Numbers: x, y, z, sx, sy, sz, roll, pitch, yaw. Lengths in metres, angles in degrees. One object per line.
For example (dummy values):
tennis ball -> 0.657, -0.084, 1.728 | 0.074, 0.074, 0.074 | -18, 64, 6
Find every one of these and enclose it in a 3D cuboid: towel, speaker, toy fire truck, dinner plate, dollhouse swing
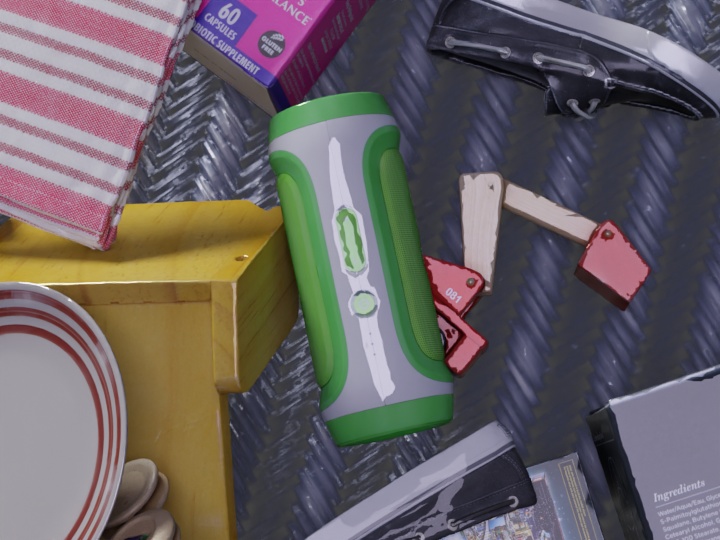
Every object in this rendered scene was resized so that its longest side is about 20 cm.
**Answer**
towel -> -0.181, -0.128, 1.144 | 0.145, 0.030, 0.202 | 20, 89, 18
speaker -> 0.000, 0.000, 1.123 | 0.087, 0.088, 0.202 | -12, 83, 2
toy fire truck -> 0.069, -0.011, 1.189 | 0.200, 0.049, 0.141 | 40, 87, 8
dinner plate -> -0.209, 0.106, 1.063 | 0.198, 0.024, 0.203 | -10, 70, 28
dollhouse swing -> -0.141, 0.071, 1.157 | 0.198, 0.182, 0.178 | -2, 111, 16

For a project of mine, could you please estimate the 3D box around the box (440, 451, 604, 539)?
box -> 0.100, 0.229, 1.165 | 0.135, 0.038, 0.202 | -17, 83, 1

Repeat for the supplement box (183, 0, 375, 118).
supplement box -> -0.033, -0.211, 1.192 | 0.101, 0.103, 0.201 | 36, 85, 8

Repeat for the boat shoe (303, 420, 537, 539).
boat shoe -> 0.018, 0.170, 1.129 | 0.199, 0.070, 0.067 | -32, 80, -5

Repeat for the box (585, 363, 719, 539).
box -> 0.218, 0.162, 1.111 | 0.106, 0.148, 0.202 | -18, 83, 1

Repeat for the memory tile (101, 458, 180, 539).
memory tile -> -0.158, 0.191, 1.000 | 0.153, 0.200, 0.017 | -34, 118, 7

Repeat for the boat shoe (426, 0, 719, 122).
boat shoe -> 0.137, -0.127, 1.187 | 0.198, 0.072, 0.068 | 23, 83, 8
